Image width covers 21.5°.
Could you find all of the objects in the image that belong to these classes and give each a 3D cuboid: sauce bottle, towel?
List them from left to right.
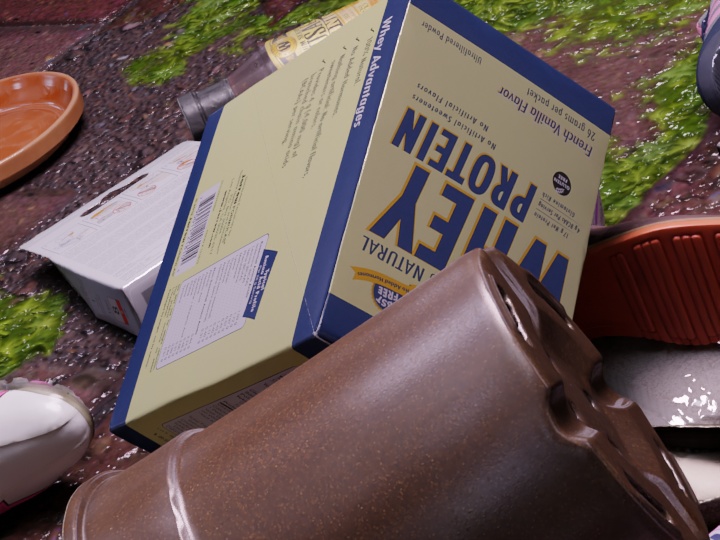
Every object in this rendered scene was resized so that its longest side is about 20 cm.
[{"bbox_3d":[-0.045,-0.155,1.470,0.198,0.066,0.066,-26,28,-4],"label":"sauce bottle"},{"bbox_3d":[0.116,0.061,1.009,0.132,0.035,0.200,-33,30,-17],"label":"towel"}]

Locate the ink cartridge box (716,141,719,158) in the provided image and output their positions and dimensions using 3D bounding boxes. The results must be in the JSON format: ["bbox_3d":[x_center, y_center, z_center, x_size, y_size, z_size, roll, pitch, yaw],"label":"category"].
[{"bbox_3d":[0.282,-0.080,1.068,0.199,0.095,0.037,-37,31,-26],"label":"ink cartridge box"}]

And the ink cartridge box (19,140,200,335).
[{"bbox_3d":[-0.137,-0.026,1.347,0.162,0.050,0.199,-35,22,-21],"label":"ink cartridge box"}]

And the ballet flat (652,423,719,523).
[{"bbox_3d":[0.144,0.095,0.880,0.198,0.047,0.068,-3,53,15],"label":"ballet flat"}]

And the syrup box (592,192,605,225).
[{"bbox_3d":[0.045,-0.019,1.148,0.198,0.082,0.079,-15,30,17],"label":"syrup box"}]

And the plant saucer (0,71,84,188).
[{"bbox_3d":[-0.329,-0.108,1.629,0.198,0.033,0.201,-18,29,10],"label":"plant saucer"}]

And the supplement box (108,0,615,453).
[{"bbox_3d":[0.000,0.000,0.952,0.199,0.133,0.202,-25,43,52],"label":"supplement box"}]

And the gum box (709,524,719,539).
[{"bbox_3d":[0.202,0.158,0.740,0.113,0.067,0.199,-32,29,-21],"label":"gum box"}]

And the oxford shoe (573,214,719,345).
[{"bbox_3d":[0.147,-0.004,0.994,0.198,0.072,0.073,-9,27,23],"label":"oxford shoe"}]

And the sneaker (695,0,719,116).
[{"bbox_3d":[0.255,-0.153,1.264,0.082,0.071,0.200,-20,20,43],"label":"sneaker"}]

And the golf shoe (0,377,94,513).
[{"bbox_3d":[-0.243,0.131,1.115,0.198,0.073,0.092,-23,31,19],"label":"golf shoe"}]

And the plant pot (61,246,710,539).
[{"bbox_3d":[0.019,0.108,0.758,0.198,0.200,0.201,-38,25,14],"label":"plant pot"}]
